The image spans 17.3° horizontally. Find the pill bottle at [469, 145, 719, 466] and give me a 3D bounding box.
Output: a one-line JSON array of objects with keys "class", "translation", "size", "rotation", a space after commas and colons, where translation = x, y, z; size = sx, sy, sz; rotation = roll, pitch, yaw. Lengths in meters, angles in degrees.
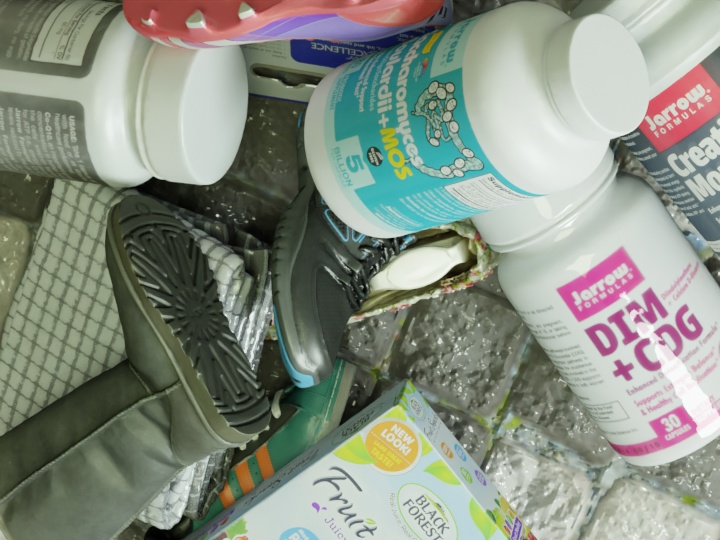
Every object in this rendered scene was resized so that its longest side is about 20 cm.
[{"class": "pill bottle", "translation": [0.156, 0.012, 1.469], "size": [0.113, 0.113, 0.200], "rotation": [-32, 105, 17]}]

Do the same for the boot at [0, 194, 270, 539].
[{"class": "boot", "translation": [-0.164, 0.075, 1.464], "size": [0.200, 0.072, 0.183], "rotation": [-33, 74, 37]}]

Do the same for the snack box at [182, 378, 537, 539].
[{"class": "snack box", "translation": [-0.006, 0.184, 1.516], "size": [0.200, 0.053, 0.142], "rotation": [-36, 100, 19]}]

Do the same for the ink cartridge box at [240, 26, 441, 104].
[{"class": "ink cartridge box", "translation": [-0.041, -0.178, 1.459], "size": [0.197, 0.047, 0.200], "rotation": [10, 150, 6]}]

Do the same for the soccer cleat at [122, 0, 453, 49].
[{"class": "soccer cleat", "translation": [-0.043, -0.156, 1.393], "size": [0.199, 0.076, 0.067], "rotation": [-6, 63, 22]}]

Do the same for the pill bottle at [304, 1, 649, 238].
[{"class": "pill bottle", "translation": [0.069, -0.090, 1.373], "size": [0.199, 0.111, 0.111], "rotation": [-16, 106, 44]}]

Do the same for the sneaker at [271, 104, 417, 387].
[{"class": "sneaker", "translation": [-0.008, -0.020, 1.464], "size": [0.081, 0.201, 0.073], "rotation": [4, 151, 8]}]

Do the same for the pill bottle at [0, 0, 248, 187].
[{"class": "pill bottle", "translation": [-0.179, -0.113, 1.476], "size": [0.199, 0.114, 0.114], "rotation": [9, 108, 20]}]

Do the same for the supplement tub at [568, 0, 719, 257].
[{"class": "supplement tub", "translation": [0.225, -0.104, 1.418], "size": [0.140, 0.140, 0.200], "rotation": [-39, 97, 18]}]

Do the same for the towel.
[{"class": "towel", "translation": [-0.146, 0.045, 1.533], "size": [0.165, 0.085, 0.201], "rotation": [25, 106, 28]}]

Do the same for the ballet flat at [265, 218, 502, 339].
[{"class": "ballet flat", "translation": [0.000, 0.000, 1.527], "size": [0.199, 0.064, 0.076], "rotation": [-21, 104, 15]}]

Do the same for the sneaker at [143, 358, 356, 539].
[{"class": "sneaker", "translation": [-0.076, 0.131, 1.574], "size": [0.080, 0.071, 0.200], "rotation": [30, 110, -5]}]
